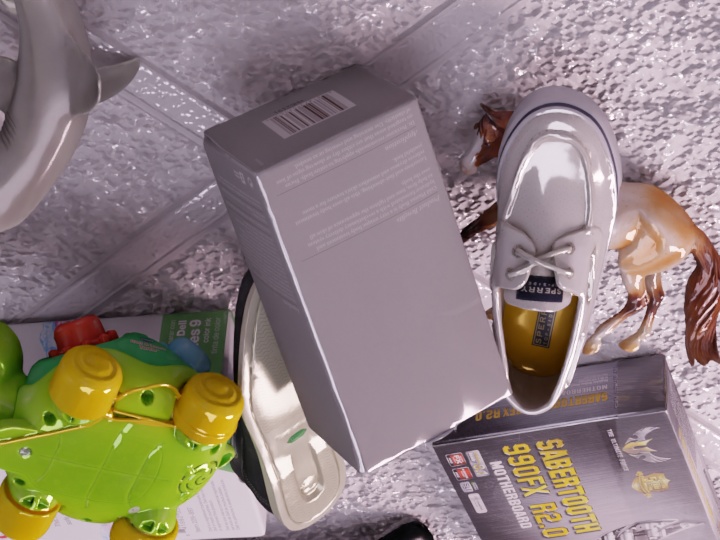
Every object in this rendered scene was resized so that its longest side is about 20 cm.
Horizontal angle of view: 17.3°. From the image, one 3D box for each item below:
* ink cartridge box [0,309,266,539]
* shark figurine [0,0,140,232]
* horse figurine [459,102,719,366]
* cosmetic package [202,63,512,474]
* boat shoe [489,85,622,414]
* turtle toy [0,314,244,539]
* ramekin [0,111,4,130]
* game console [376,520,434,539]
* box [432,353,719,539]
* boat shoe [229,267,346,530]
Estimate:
[{"bbox_3d":[-0.169,0.106,1.537,0.200,0.088,0.145,-6,139,8],"label":"ink cartridge box"},{"bbox_3d":[-0.171,-0.124,1.251,0.128,0.089,0.215,-27,124,-20],"label":"shark figurine"},{"bbox_3d":[0.135,-0.016,1.388,0.200,0.050,0.133,22,120,-9],"label":"horse figurine"},{"bbox_3d":[0.000,0.000,1.322,0.107,0.090,0.200,-25,119,-17],"label":"cosmetic package"},{"bbox_3d":[0.104,-0.005,1.327,0.071,0.070,0.200,9,126,4],"label":"boat shoe"},{"bbox_3d":[-0.167,0.083,1.387,0.200,0.101,0.146,15,127,-21],"label":"turtle toy"},{"bbox_3d":[-0.297,-0.046,1.349,0.200,0.105,0.200,2,140,2],"label":"ramekin"},{"bbox_3d":[-0.025,0.251,1.755,0.176,0.116,0.200,-30,139,-7],"label":"game console"},{"bbox_3d":[0.151,0.144,1.589,0.158,0.048,0.200,-9,139,16],"label":"box"},{"bbox_3d":[-0.055,0.068,1.420,0.072,0.068,0.200,-27,136,-25],"label":"boat shoe"}]
